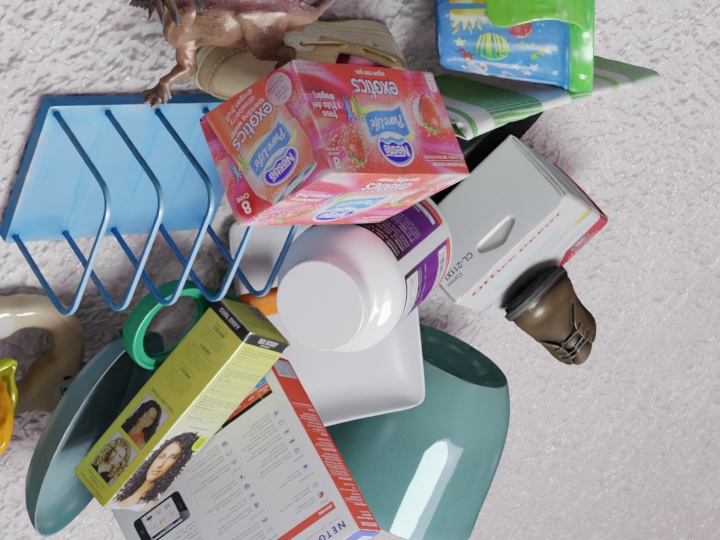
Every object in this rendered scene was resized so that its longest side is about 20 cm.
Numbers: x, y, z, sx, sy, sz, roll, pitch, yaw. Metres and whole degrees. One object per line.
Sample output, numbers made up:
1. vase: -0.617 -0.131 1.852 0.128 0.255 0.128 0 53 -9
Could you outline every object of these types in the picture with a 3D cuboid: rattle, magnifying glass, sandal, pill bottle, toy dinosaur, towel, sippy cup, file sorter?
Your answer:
1. rattle: -0.251 0.104 1.638 0.200 0.143 0.131 31 89 -47
2. magnifying glass: -0.122 0.036 1.650 0.200 0.022 0.080 -11 128 -44
3. sandal: 0.093 -0.113 1.774 0.200 0.048 0.075 -43 151 -16
4. pill bottle: 0.000 0.000 1.640 0.113 0.112 0.200 -56 172 25
5. toy dinosaur: -0.099 -0.197 1.433 0.199 0.086 0.136 -4 151 -15
6. towel: 0.135 -0.156 1.674 0.199 0.152 0.023 -16 111 -27
7. sippy cup: 0.128 -0.215 1.592 0.130 0.140 0.178 0 150 5
8. file sorter: -0.161 -0.050 1.548 0.199 0.123 0.139 -6 135 -38

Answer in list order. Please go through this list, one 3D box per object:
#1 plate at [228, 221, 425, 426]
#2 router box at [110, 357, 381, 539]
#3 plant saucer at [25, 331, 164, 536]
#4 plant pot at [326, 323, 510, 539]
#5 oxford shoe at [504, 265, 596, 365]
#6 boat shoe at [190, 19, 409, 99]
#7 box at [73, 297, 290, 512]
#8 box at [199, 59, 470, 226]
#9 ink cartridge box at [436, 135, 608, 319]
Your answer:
1. plate: -0.034 0.042 1.768 0.199 0.032 0.201 -10 98 -35
2. router box: -0.109 0.202 1.667 0.200 0.180 0.049 -36 158 16
3. plant saucer: -0.233 0.136 1.663 0.201 0.027 0.200 -57 168 -19
4. plant pot: 0.056 0.150 1.917 0.200 0.200 0.161 9 113 -46
5. oxford shoe: 0.195 0.047 1.862 0.073 0.084 0.200 -42 163 9
6. boat shoe: -0.041 -0.163 1.569 0.199 0.069 0.074 -10 137 -34
7. box: -0.151 0.116 1.634 0.200 0.050 0.075 -51 154 11
8. box: -0.017 -0.096 1.502 0.102 0.095 0.200 -27 167 31
9. ink cartridge box: 0.139 -0.038 1.811 0.146 0.083 0.200 -44 163 9
